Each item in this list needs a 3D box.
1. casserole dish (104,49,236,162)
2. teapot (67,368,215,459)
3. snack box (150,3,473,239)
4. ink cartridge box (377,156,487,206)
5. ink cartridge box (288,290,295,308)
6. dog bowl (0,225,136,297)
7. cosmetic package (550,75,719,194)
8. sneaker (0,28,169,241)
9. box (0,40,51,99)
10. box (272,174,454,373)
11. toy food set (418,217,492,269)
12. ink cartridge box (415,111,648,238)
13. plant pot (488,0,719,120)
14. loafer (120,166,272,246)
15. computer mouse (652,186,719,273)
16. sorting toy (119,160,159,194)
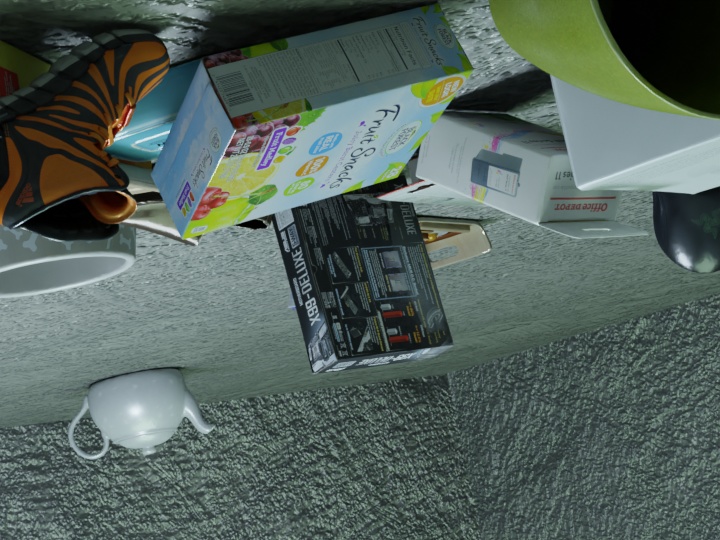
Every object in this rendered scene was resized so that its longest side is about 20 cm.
[{"bbox_3d":[-0.135,-0.125,1.297,0.200,0.039,0.121,-14,170,22],"label":"casserole dish"},{"bbox_3d":[-0.410,0.269,3.059,0.200,0.146,0.197,-18,169,41],"label":"teapot"},{"bbox_3d":[-0.039,-0.110,1.233,0.200,0.068,0.169,-19,162,-27],"label":"snack box"},{"bbox_3d":[0.113,-0.105,1.707,0.109,0.050,0.200,-18,168,37],"label":"ink cartridge box"},{"bbox_3d":[-0.035,0.033,2.233,0.094,0.044,0.200,7,177,-11],"label":"ink cartridge box"},{"bbox_3d":[-0.316,-0.020,1.652,0.200,0.059,0.200,-12,172,-2],"label":"dog bowl"},{"bbox_3d":[0.307,-0.151,1.431,0.199,0.123,0.200,-19,170,39],"label":"cosmetic package"},{"bbox_3d":[-0.175,-0.081,1.092,0.200,0.112,0.078,-40,161,-37],"label":"sneaker"},{"bbox_3d":[-0.268,-0.123,1.093,0.075,0.050,0.200,-13,171,12],"label":"box"},{"bbox_3d":[0.000,0.000,1.734,0.158,0.200,0.050,-6,163,-38],"label":"box"},{"bbox_3d":[0.060,-0.020,2.134,0.143,0.060,0.200,-17,170,33],"label":"toy food set"},{"bbox_3d":[0.162,-0.090,1.508,0.117,0.067,0.200,-4,-159,-44],"label":"ink cartridge box"},{"bbox_3d":[0.163,-0.179,0.992,0.187,0.187,0.200,-8,-175,-23],"label":"plant pot"},{"bbox_3d":[-0.166,-0.059,1.559,0.200,0.071,0.073,-8,170,-22],"label":"loafer"},{"bbox_3d":[0.315,-0.095,1.597,0.138,0.200,0.053,-9,156,-4],"label":"computer mouse"},{"bbox_3d":[-0.263,-0.080,1.379,0.200,0.036,0.185,-2,175,25],"label":"sorting toy"}]
